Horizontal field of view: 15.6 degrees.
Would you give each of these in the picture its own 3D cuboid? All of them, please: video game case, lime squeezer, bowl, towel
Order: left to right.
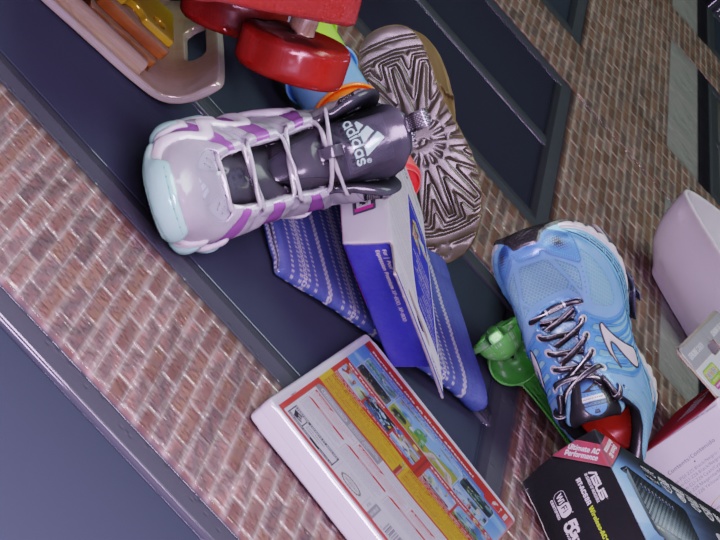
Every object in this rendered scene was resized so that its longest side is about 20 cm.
[{"bbox_3d":[0.000,0.000,1.647,0.200,0.024,0.145,35,26,-38],"label":"towel"},{"bbox_3d":[0.017,0.112,1.456,0.143,0.017,0.200,51,17,3],"label":"video game case"},{"bbox_3d":[0.099,0.063,1.712,0.200,0.038,0.071,52,19,-57],"label":"lime squeezer"},{"bbox_3d":[0.337,0.043,2.301,0.200,0.075,0.200,29,27,-50],"label":"bowl"}]

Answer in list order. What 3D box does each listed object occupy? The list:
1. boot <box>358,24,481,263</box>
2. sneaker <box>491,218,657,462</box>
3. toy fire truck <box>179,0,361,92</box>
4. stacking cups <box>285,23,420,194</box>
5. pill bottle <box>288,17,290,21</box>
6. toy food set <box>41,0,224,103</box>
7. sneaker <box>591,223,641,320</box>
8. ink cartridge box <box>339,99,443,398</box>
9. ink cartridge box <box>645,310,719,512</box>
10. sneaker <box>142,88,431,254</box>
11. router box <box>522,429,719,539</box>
[{"bbox_3d":[0.048,-0.093,1.863,0.200,0.066,0.175,-15,93,-85],"label":"boot"},{"bbox_3d":[0.144,0.053,1.655,0.090,0.078,0.200,-92,157,-53],"label":"sneaker"},{"bbox_3d":[-0.087,-0.187,1.498,0.168,0.112,0.200,9,18,-33],"label":"toy fire truck"},{"bbox_3d":[-0.014,-0.118,1.746,0.060,0.061,0.200,28,22,-51],"label":"stacking cups"},{"bbox_3d":[-0.095,-0.246,1.713,0.200,0.111,0.111,42,17,1],"label":"pill bottle"},{"bbox_3d":[-0.157,-0.200,1.587,0.200,0.060,0.144,42,19,-25],"label":"toy food set"},{"bbox_3d":[0.141,0.006,1.801,0.202,0.077,0.146,-113,180,-51],"label":"sneaker"},{"bbox_3d":[0.017,-0.013,1.576,0.200,0.037,0.095,-98,169,-57],"label":"ink cartridge box"},{"bbox_3d":[0.274,0.133,1.941,0.176,0.084,0.200,52,17,5],"label":"ink cartridge box"},{"bbox_3d":[-0.029,-0.066,1.468,0.200,0.140,0.078,-32,108,-66],"label":"sneaker"},{"bbox_3d":[0.201,0.203,1.651,0.200,0.062,0.150,33,26,-45],"label":"router box"}]
